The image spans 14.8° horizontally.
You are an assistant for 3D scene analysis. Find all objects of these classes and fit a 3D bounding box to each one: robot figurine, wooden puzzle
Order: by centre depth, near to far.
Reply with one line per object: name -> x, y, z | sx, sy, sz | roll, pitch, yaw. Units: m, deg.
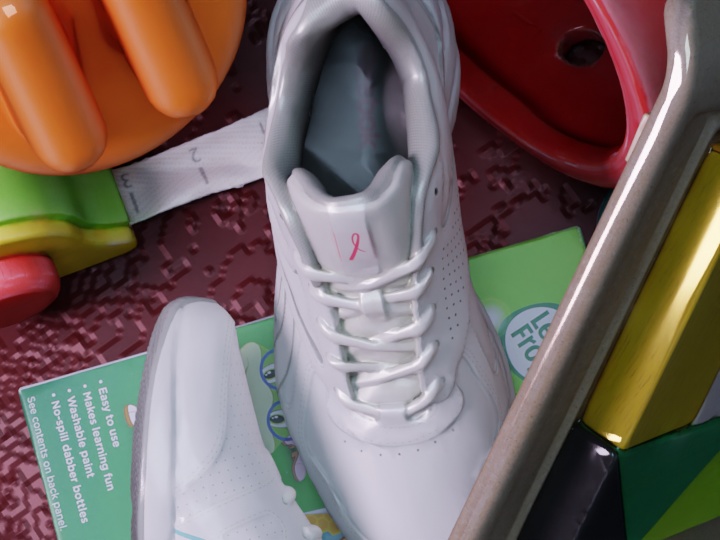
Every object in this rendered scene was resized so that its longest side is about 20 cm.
wooden puzzle -> 0.104, 0.015, 0.798 | 0.037, 0.185, 0.201 | 29, 111, 27
robot figurine -> -0.104, -0.106, 0.905 | 0.116, 0.200, 0.144 | 22, 107, -29

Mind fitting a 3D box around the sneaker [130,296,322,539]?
sneaker -> -0.031, 0.107, 0.864 | 0.080, 0.070, 0.201 | -6, 83, -6

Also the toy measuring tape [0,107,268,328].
toy measuring tape -> -0.094, -0.029, 0.935 | 0.199, 0.074, 0.074 | -21, 77, 0

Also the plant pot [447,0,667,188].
plant pot -> 0.088, -0.156, 0.892 | 0.182, 0.201, 0.200 | -40, 77, -15

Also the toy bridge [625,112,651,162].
toy bridge -> 0.073, 0.039, 0.849 | 0.027, 0.067, 0.201 | 29, 108, 20

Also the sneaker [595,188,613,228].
sneaker -> 0.174, 0.000, 0.903 | 0.199, 0.080, 0.072 | 16, 79, 8

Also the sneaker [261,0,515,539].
sneaker -> 0.000, 0.000, 0.853 | 0.078, 0.099, 0.201 | -10, 92, 7

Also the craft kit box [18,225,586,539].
craft kit box -> 0.007, 0.108, 0.911 | 0.197, 0.049, 0.201 | -16, 77, -3
